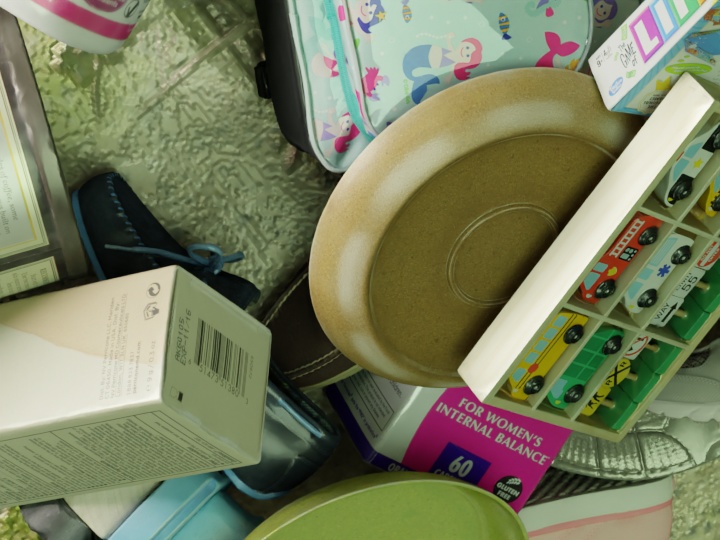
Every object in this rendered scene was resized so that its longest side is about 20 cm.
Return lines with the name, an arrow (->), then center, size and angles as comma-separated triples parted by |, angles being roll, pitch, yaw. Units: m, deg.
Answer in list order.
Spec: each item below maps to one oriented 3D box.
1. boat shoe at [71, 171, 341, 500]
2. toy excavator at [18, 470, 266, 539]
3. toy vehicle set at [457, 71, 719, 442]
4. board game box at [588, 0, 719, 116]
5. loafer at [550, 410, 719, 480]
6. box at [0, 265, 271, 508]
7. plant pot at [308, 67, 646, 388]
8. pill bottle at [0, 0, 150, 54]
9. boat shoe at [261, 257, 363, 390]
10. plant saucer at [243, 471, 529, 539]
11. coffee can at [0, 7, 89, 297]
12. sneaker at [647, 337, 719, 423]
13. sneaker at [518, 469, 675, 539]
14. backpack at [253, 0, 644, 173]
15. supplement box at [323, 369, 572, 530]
boat shoe -> -0.079, 0.026, 1.605 | 0.068, 0.084, 0.201 | -33, 97, 17
toy excavator -> -0.076, 0.163, 1.656 | 0.100, 0.194, 0.200 | -44, 86, 6
toy vehicle set -> 0.151, -0.003, 1.535 | 0.124, 0.027, 0.200 | 17, 116, -47
board game box -> 0.233, -0.123, 1.507 | 0.199, 0.034, 0.134 | 5, 142, -37
loafer -> 0.191, 0.081, 1.714 | 0.198, 0.063, 0.072 | -9, 86, 6
box -> -0.154, 0.065, 1.538 | 0.199, 0.078, 0.095 | -11, 151, 30
plant pot -> 0.070, -0.013, 1.523 | 0.199, 0.028, 0.201 | -15, 132, -17
pill bottle -> -0.121, -0.221, 1.494 | 0.113, 0.113, 0.201 | 28, 102, -21
boat shoe -> 0.000, 0.000, 1.597 | 0.200, 0.073, 0.072 | -36, 159, 34
plant saucer -> -0.004, 0.175, 1.616 | 0.199, 0.031, 0.201 | -14, 138, -14
coffee can -> -0.254, -0.040, 1.516 | 0.199, 0.146, 0.147 | -16, 114, -6
sneaker -> 0.244, 0.030, 1.628 | 0.199, 0.075, 0.083 | -17, 92, 19
sneaker -> 0.089, 0.174, 1.720 | 0.199, 0.075, 0.105 | -6, 107, -15
backpack -> 0.051, -0.151, 1.545 | 0.199, 0.150, 0.179 | -13, 101, -17
supplement box -> 0.082, 0.026, 1.646 | 0.101, 0.103, 0.201 | 27, 102, -23
